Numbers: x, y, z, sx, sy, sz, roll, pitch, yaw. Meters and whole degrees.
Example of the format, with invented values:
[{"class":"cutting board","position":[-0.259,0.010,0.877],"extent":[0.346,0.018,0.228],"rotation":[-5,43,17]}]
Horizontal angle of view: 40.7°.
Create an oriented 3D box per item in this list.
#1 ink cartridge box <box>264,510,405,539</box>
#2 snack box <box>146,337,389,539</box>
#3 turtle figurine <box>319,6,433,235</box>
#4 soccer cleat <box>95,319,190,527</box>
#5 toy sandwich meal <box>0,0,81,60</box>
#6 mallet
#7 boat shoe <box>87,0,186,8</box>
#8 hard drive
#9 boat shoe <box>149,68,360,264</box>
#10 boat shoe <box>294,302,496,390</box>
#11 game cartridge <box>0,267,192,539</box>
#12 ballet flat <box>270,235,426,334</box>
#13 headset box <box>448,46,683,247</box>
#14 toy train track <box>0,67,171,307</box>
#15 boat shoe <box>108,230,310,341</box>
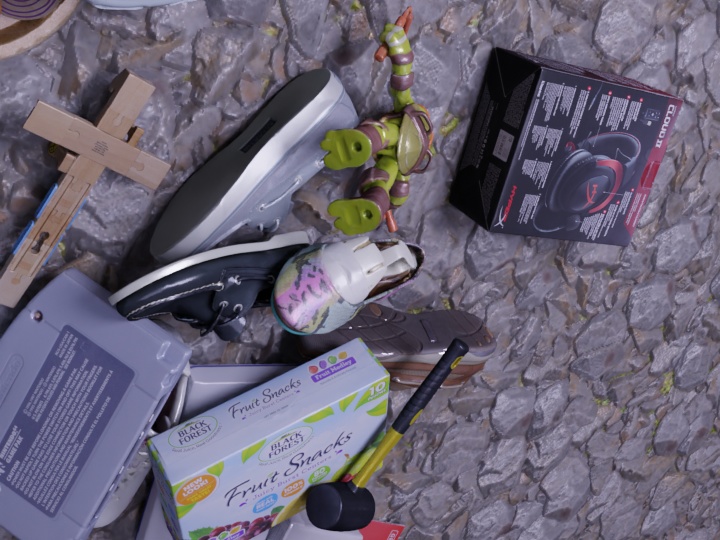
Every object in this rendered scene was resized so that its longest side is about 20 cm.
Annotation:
[{"class":"ink cartridge box","position":[-0.053,0.345,1.009],"extent":[0.174,0.045,0.202],"rotation":[20,104,-34]},{"class":"snack box","position":[-0.072,0.155,0.819],"extent":[0.198,0.053,0.144],"rotation":[-25,141,-22]},{"class":"turtle figurine","position":[0.025,-0.091,0.767],"extent":[0.162,0.063,0.203],"rotation":[-53,154,-53]},{"class":"soccer cleat","position":[-0.193,0.139,0.794],"extent":[0.069,0.086,0.203],"rotation":[11,109,-34]},{"class":"toy sandwich meal","position":[-0.251,-0.212,0.589],"extent":[0.202,0.070,0.209],"rotation":[-13,120,-24]},{"class":"mallet","position":[0.022,0.140,0.822],"extent":[0.065,0.041,0.202],"rotation":[9,117,-54]},{"class":"boat shoe","position":[-0.113,-0.205,0.639],"extent":[0.199,0.071,0.071],"rotation":[-23,135,-39]},{"class":"hard drive","position":[-0.118,0.172,0.872],"extent":[0.130,0.025,0.203],"rotation":[3,121,-34]},{"class":"boat shoe","position":[-0.076,-0.067,0.765],"extent":[0.201,0.070,0.072],"rotation":[-45,124,-5]},{"class":"boat shoe","position":[0.031,0.080,0.901],"extent":[0.196,0.076,0.073],"rotation":[7,126,-20]},{"class":"game cartridge","position":[-0.229,0.108,0.742],"extent":[0.132,0.041,0.202],"rotation":[32,101,1]},{"class":"ballet flat","position":[0.000,0.000,0.792],"extent":[0.070,0.070,0.199],"rotation":[-28,175,27]},{"class":"headset box","position":[0.197,-0.108,0.898],"extent":[0.197,0.075,0.151],"rotation":[3,113,-31]},{"class":"toy train track","position":[-0.218,-0.062,0.714],"extent":[0.114,0.033,0.201],"rotation":[25,106,-44]},{"class":"boat shoe","position":[-0.103,0.020,0.752],"extent":[0.198,0.074,0.067],"rotation":[-17,84,-56]}]
